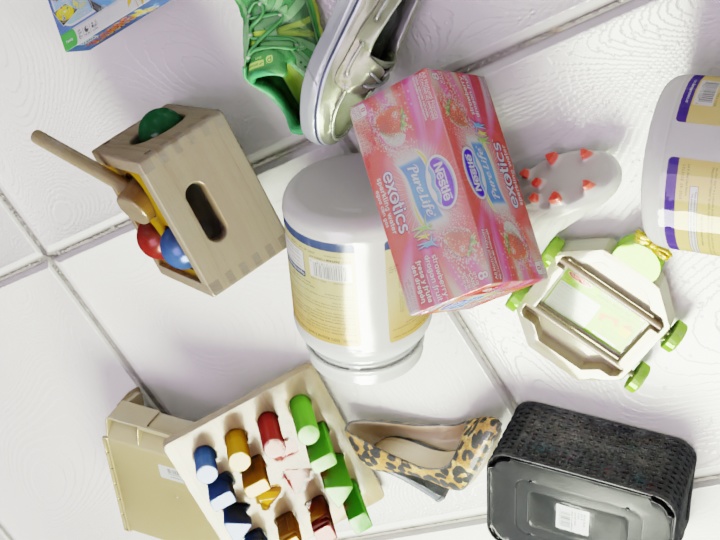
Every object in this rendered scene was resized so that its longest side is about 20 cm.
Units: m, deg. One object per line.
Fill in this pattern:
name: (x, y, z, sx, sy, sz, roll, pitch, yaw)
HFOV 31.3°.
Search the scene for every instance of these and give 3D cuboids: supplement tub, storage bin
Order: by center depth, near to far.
supplement tub: (0.337, -0.076, 1.028, 0.199, 0.146, 0.146, 10, 128, 24)
supplement tub: (0.000, 0.000, 1.284, 0.144, 0.144, 0.201, 13, 129, 22)
storage bin: (0.241, 0.235, 1.357, 0.199, 0.094, 0.136, 12, 129, 22)
storage bin: (-0.212, 0.261, 1.643, 0.199, 0.094, 0.199, 12, 128, 23)

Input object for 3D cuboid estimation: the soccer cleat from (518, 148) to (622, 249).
soccer cleat: (0.166, -0.054, 1.209, 0.200, 0.070, 0.077, -25, 137, 34)

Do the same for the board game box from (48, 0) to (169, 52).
board game box: (-0.233, -0.309, 1.232, 0.200, 0.034, 0.136, -20, 89, 39)

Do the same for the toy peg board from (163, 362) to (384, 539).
toy peg board: (-0.094, 0.248, 1.489, 0.199, 0.098, 0.201, -28, 111, 0)

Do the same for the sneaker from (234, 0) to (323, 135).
sneaker: (-0.077, -0.218, 1.206, 0.074, 0.084, 0.200, -14, 114, 38)

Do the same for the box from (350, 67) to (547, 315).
box: (0.078, -0.070, 1.154, 0.094, 0.102, 0.201, -23, 78, 36)

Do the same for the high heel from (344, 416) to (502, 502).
high heel: (0.067, 0.184, 1.431, 0.142, 0.072, 0.200, 32, 143, -3)

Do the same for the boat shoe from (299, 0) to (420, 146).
boat shoe: (0.000, -0.195, 1.162, 0.062, 0.072, 0.201, 36, 123, 26)

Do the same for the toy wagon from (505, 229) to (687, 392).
toy wagon: (0.238, 0.028, 1.239, 0.155, 0.040, 0.200, 34, 133, 3)

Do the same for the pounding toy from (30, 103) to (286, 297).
pounding toy: (-0.206, -0.084, 1.313, 0.184, 0.142, 0.201, 17, 139, 61)
